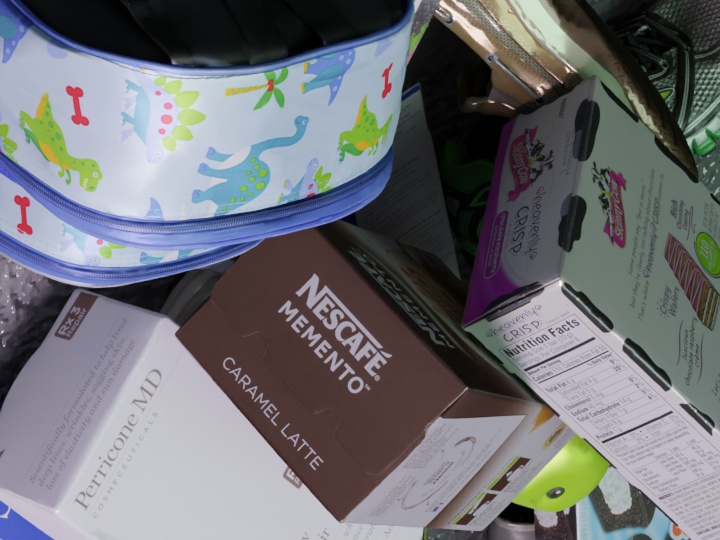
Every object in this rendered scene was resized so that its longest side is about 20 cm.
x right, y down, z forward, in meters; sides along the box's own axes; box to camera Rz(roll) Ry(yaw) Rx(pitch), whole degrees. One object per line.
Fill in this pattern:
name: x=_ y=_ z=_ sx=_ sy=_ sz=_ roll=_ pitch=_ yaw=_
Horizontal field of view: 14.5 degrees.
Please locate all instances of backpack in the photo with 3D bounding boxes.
backpack: x=-0.083 y=-0.081 z=1.097 sx=0.183 sy=0.200 sz=0.147 roll=-17 pitch=129 yaw=-37

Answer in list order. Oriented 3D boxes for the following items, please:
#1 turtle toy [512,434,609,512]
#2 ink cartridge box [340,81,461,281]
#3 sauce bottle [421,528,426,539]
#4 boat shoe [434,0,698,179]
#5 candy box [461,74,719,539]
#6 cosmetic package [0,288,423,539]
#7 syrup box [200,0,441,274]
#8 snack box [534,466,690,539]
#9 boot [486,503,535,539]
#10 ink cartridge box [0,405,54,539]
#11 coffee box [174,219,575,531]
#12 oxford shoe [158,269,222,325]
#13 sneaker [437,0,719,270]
turtle toy: x=0.135 y=0.041 z=1.423 sx=0.200 sy=0.101 sz=0.146 roll=-42 pitch=106 yaw=-10
ink cartridge box: x=0.000 y=0.000 z=1.371 sx=0.095 sy=0.037 sz=0.200 roll=-34 pitch=140 yaw=-20
sauce bottle: x=0.000 y=0.182 z=1.483 sx=0.066 sy=0.066 sz=0.200 roll=-21 pitch=131 yaw=-33
boat shoe: x=0.077 y=-0.098 z=1.322 sx=0.076 sy=0.072 sz=0.200 roll=-37 pitch=111 yaw=12
candy box: x=0.139 y=0.028 z=1.290 sx=0.061 sy=0.136 sz=0.200 roll=-27 pitch=122 yaw=34
cosmetic package: x=-0.070 y=0.103 z=1.271 sx=0.200 sy=0.074 sz=0.102 roll=40 pitch=73 yaw=-41
syrup box: x=-0.034 y=-0.100 z=1.225 sx=0.079 sy=0.081 sz=0.200 roll=14 pitch=109 yaw=-50
snack box: x=0.144 y=0.100 z=1.526 sx=0.116 sy=0.037 sz=0.200 roll=-9 pitch=99 yaw=-41
boot: x=0.078 y=0.217 z=1.582 sx=0.182 sy=0.073 sz=0.200 roll=-34 pitch=146 yaw=-42
ink cartridge box: x=-0.172 y=0.158 z=1.311 sx=0.094 sy=0.044 sz=0.200 roll=-1 pitch=118 yaw=-45
coffee box: x=0.014 y=0.048 z=1.252 sx=0.080 sy=0.114 sz=0.200 roll=-46 pitch=163 yaw=9
oxford shoe: x=-0.074 y=0.085 z=1.345 sx=0.075 sy=0.058 sz=0.200 roll=-2 pitch=117 yaw=-39
sneaker: x=0.123 y=-0.082 z=1.397 sx=0.200 sy=0.078 sz=0.085 roll=-43 pitch=137 yaw=-13
